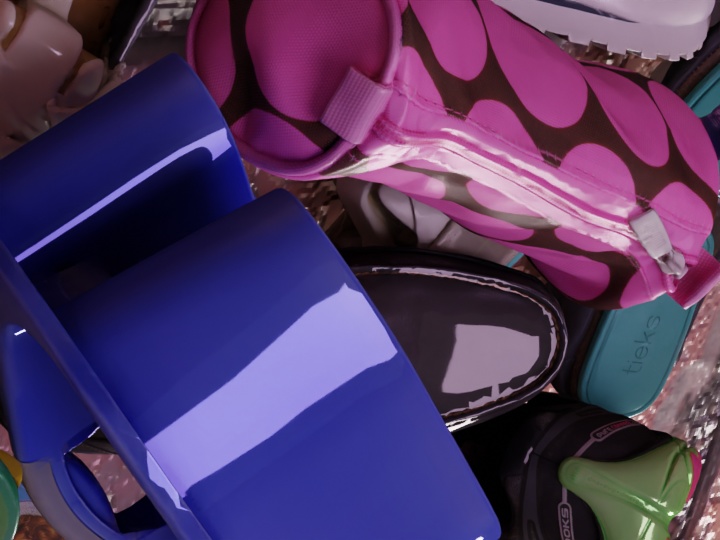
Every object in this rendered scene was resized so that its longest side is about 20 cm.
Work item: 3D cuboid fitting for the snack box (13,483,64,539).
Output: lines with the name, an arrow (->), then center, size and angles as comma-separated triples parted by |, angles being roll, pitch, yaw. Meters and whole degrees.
snack box -> -0.076, 0.176, 1.010 | 0.116, 0.200, 0.037 | -51, -175, -6

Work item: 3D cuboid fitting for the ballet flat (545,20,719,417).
ballet flat -> 0.120, -0.038, 1.135 | 0.073, 0.073, 0.200 | -2, 128, -45

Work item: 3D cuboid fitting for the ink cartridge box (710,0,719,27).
ink cartridge box -> 0.186, -0.128, 1.171 | 0.119, 0.042, 0.201 | -23, 129, -35

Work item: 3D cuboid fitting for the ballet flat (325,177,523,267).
ballet flat -> 0.000, 0.000, 1.049 | 0.200, 0.069, 0.070 | -48, 141, -11

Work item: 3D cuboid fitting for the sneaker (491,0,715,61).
sneaker -> 0.063, -0.123, 1.023 | 0.200, 0.076, 0.081 | 7, 102, -50

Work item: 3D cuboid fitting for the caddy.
caddy -> -0.046, 0.038, 0.842 | 0.105, 0.141, 0.200 | -35, 139, -4

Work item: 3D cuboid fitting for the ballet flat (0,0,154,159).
ballet flat -> -0.088, -0.088, 0.874 | 0.073, 0.073, 0.200 | 30, 91, -51

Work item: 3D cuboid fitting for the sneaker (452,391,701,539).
sneaker -> 0.064, 0.075, 1.111 | 0.077, 0.084, 0.200 | -64, -174, -14

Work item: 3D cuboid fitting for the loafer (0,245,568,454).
loafer -> -0.020, 0.032, 0.981 | 0.199, 0.072, 0.073 | -7, 96, -18

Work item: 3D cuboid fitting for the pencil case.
pencil case -> 0.037, -0.045, 0.941 | 0.091, 0.094, 0.200 | -44, 144, 22

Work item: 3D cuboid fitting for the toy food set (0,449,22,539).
toy food set -> -0.197, 0.053, 0.816 | 0.200, 0.049, 0.198 | 31, 121, -24
